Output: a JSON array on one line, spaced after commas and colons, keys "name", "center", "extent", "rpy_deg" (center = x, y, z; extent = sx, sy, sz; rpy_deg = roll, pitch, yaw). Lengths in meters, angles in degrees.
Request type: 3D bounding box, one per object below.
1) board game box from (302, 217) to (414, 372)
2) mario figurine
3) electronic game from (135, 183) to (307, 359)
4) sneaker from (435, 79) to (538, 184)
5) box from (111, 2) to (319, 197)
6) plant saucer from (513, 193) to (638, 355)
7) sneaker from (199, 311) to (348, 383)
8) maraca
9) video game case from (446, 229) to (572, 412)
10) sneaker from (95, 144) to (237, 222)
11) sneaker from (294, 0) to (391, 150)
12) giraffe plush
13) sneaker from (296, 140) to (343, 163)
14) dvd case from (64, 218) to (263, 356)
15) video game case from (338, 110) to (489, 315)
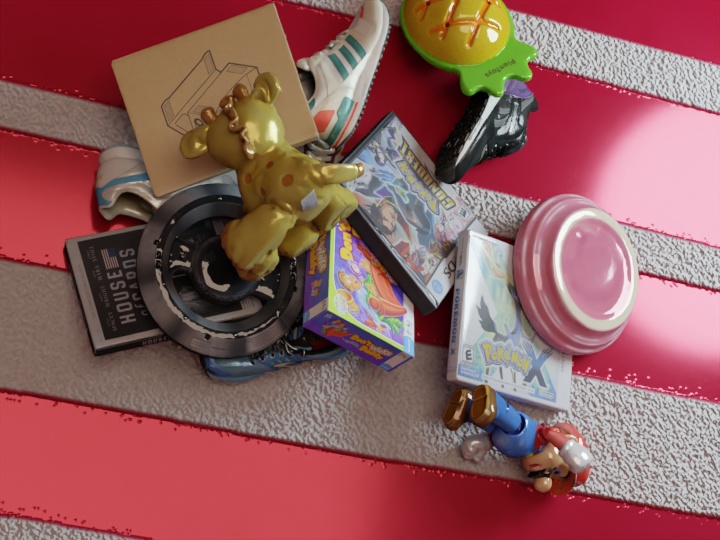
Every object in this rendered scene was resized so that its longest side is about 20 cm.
[{"name": "board game box", "center": [0.000, 0.000, 1.606], "extent": [0.134, 0.045, 0.202], "rpy_deg": [29, 45, -33]}, {"name": "mario figurine", "center": [0.192, 0.215, 1.633], "extent": [0.199, 0.124, 0.107], "rpy_deg": [30, 99, -26]}, {"name": "electronic game", "center": [-0.154, 0.000, 1.552], "extent": [0.198, 0.042, 0.203], "rpy_deg": [5, 74, -18]}, {"name": "sneaker", "center": [0.169, -0.170, 1.732], "extent": [0.087, 0.076, 0.201], "rpy_deg": [40, 57, -13]}, {"name": "box", "center": [-0.163, -0.192, 1.562], "extent": [0.198, 0.021, 0.165], "rpy_deg": [-20, 84, 0]}, {"name": "plant saucer", "center": [0.277, 0.002, 1.715], "extent": [0.199, 0.051, 0.203], "rpy_deg": [7, 77, -35]}, {"name": "sneaker", "center": [-0.091, 0.076, 1.599], "extent": [0.198, 0.090, 0.079], "rpy_deg": [-13, 83, -19]}, {"name": "maraca", "center": [0.134, -0.296, 1.733], "extent": [0.136, 0.107, 0.201], "rpy_deg": [-32, 65, -14]}, {"name": "video game case", "center": [0.188, 0.064, 1.682], "extent": [0.199, 0.022, 0.185], "rpy_deg": [18, 71, -37]}, {"name": "sneaker", "center": [-0.208, -0.089, 1.608], "extent": [0.197, 0.077, 0.082], "rpy_deg": [4, 62, -6]}, {"name": "sneaker", "center": [-0.030, -0.244, 1.611], "extent": [0.093, 0.070, 0.202], "rpy_deg": [22, 69, -13]}, {"name": "giraffe plush", "center": [-0.106, -0.109, 1.477], "extent": [0.172, 0.200, 0.163], "rpy_deg": [-33, 78, -21]}, {"name": "sneaker", "center": [-0.050, -0.163, 1.669], "extent": [0.074, 0.090, 0.203], "rpy_deg": [10, 74, -14]}, {"name": "dvd case", "center": [-0.226, 0.011, 1.586], "extent": [0.198, 0.025, 0.151], "rpy_deg": [-12, 60, -19]}, {"name": "video game case", "center": [0.058, -0.072, 1.657], "extent": [0.201, 0.025, 0.181], "rpy_deg": [51, 40, -9]}]
